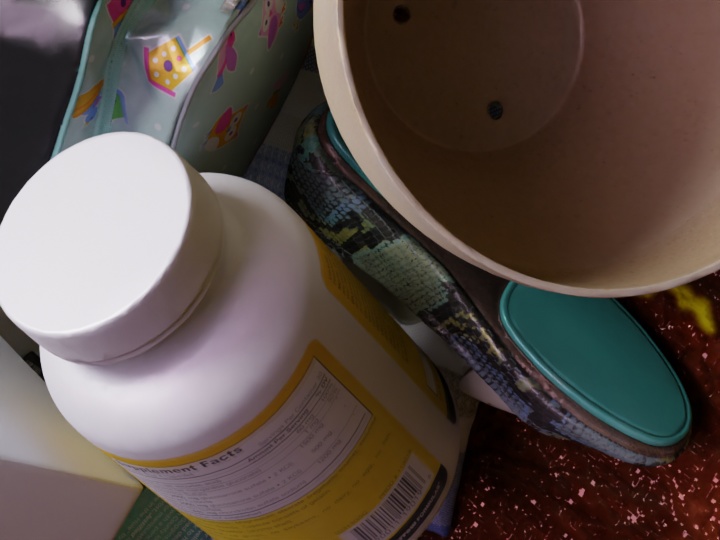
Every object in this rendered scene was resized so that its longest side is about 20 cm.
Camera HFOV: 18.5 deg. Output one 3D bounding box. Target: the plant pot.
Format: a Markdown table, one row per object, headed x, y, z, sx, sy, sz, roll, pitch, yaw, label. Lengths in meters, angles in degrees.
| x | y | z | sx | sy | sz | roll | pitch | yaw | label |
| --- | --- | --- | --- | --- | --- | --- | --- | --- | --- |
| 0.065 | -0.092 | 0.823 | 0.134 | 0.200 | 0.201 | -176 | 81 | -71 | plant pot |

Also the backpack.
| x | y | z | sx | sy | sz | roll | pitch | yaw | label |
| --- | --- | --- | --- | --- | --- | --- | --- | --- | --- |
| -0.097 | -0.107 | 0.886 | 0.153 | 0.200 | 0.176 | 22 | 136 | 2 | backpack |

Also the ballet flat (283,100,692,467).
| x | y | z | sx | sy | sz | roll | pitch | yaw | label |
| --- | --- | --- | --- | --- | --- | --- | --- | --- | --- |
| 0.048 | 0.012 | 0.893 | 0.200 | 0.074 | 0.074 | 46 | 120 | 5 | ballet flat |

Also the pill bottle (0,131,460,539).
| x | y | z | sx | sy | sz | roll | pitch | yaw | label |
| --- | --- | --- | --- | --- | --- | --- | --- | --- | --- |
| -0.049 | 0.034 | 0.823 | 0.112 | 0.200 | 0.112 | -14 | 55 | 21 | pill bottle |

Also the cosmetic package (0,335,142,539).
| x | y | z | sx | sy | sz | roll | pitch | yaw | label |
| --- | --- | --- | --- | --- | --- | --- | --- | --- | --- |
| -0.220 | 0.106 | 0.872 | 0.199 | 0.123 | 0.200 | 40 | 106 | 42 | cosmetic package |

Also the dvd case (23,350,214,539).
| x | y | z | sx | sy | sz | roll | pitch | yaw | label |
| --- | --- | --- | --- | --- | --- | --- | --- | --- | --- |
| -0.130 | 0.130 | 0.937 | 0.200 | 0.022 | 0.146 | 30 | 68 | 39 | dvd case |

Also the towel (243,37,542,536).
| x | y | z | sx | sy | sz | roll | pitch | yaw | label |
| --- | --- | --- | --- | --- | --- | --- | --- | --- | --- |
| 0.000 | 0.000 | 0.964 | 0.147 | 0.024 | 0.200 | 20 | 109 | 30 | towel |

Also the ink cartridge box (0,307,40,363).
| x | y | z | sx | sy | sz | roll | pitch | yaw | label |
| --- | --- | --- | --- | --- | --- | --- | --- | --- | --- |
| -0.202 | -0.058 | 1.033 | 0.146 | 0.086 | 0.200 | -46 | 65 | 1 | ink cartridge box |
